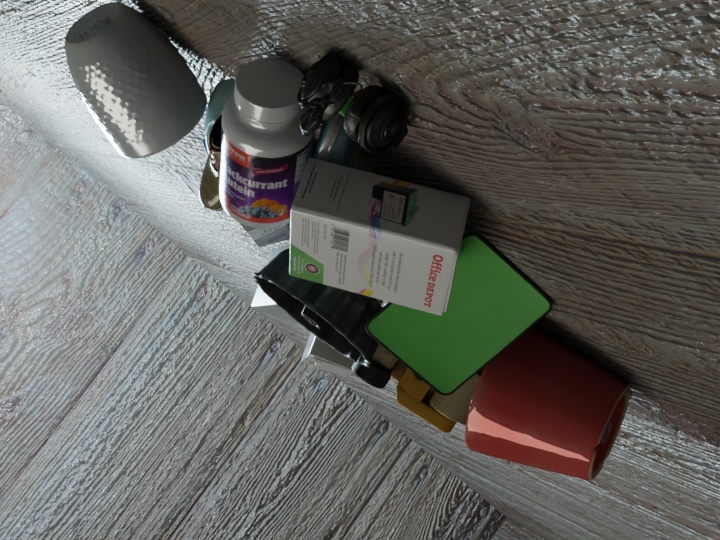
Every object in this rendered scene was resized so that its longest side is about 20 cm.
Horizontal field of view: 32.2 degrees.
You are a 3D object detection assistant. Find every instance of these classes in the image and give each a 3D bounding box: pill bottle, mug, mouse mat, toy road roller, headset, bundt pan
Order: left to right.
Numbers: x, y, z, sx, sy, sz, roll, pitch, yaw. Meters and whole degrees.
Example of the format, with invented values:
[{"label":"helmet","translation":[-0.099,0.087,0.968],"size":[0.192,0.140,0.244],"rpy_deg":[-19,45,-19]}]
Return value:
[{"label":"mug","translation":[-0.316,-0.279,1.697],"size":[0.176,0.147,0.200],"rpy_deg":[58,-172,-37]},{"label":"pill bottle","translation":[-0.112,-0.152,1.492],"size":[0.111,0.111,0.200],"rpy_deg":[33,145,17]},{"label":"bundt pan","translation":[-0.045,0.040,1.681],"size":[0.202,0.076,0.202],"rpy_deg":[35,169,8]},{"label":"headset","translation":[-0.018,-0.165,1.301],"size":[0.123,0.094,0.200],"rpy_deg":[35,-179,7]},{"label":"toy road roller","translation":[0.096,0.128,1.813],"size":[0.200,0.123,0.146],"rpy_deg":[33,-168,7]},{"label":"mouse mat","translation":[0.126,0.059,1.600],"size":[0.161,0.200,0.008],"rpy_deg":[41,-161,-20]}]

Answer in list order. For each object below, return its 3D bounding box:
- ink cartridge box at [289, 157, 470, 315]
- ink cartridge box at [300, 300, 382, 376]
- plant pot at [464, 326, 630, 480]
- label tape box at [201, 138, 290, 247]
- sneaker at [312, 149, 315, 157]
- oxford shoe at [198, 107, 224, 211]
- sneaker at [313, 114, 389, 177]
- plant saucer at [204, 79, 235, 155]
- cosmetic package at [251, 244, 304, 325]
[{"label":"ink cartridge box","translation":[0.021,-0.039,1.487],"size":[0.199,0.084,0.145],"rpy_deg":[15,147,6]},{"label":"ink cartridge box","translation":[-0.017,0.060,1.953],"size":[0.083,0.200,0.147],"rpy_deg":[21,170,-4]},{"label":"plant pot","translation":[0.264,0.190,1.721],"size":[0.177,0.201,0.200],"rpy_deg":[22,165,22]},{"label":"label tape box","translation":[-0.164,-0.116,1.899],"size":[0.200,0.066,0.144],"rpy_deg":[65,180,-71]},{"label":"sneaker","translation":[-0.103,-0.141,1.723],"size":[0.079,0.079,0.200],"rpy_deg":[34,173,-20]},{"label":"oxford shoe","translation":[-0.176,-0.155,1.604],"size":[0.070,0.200,0.075],"rpy_deg":[42,-144,22]},{"label":"sneaker","translation":[0.004,-0.117,1.535],"size":[0.130,0.080,0.200],"rpy_deg":[12,150,0]},{"label":"plant saucer","translation":[-0.164,-0.158,1.693],"size":[0.201,0.039,0.201],"rpy_deg":[40,144,37]},{"label":"cosmetic package","translation":[-0.086,0.020,1.880],"size":[0.090,0.107,0.200],"rpy_deg":[24,166,-21]}]
